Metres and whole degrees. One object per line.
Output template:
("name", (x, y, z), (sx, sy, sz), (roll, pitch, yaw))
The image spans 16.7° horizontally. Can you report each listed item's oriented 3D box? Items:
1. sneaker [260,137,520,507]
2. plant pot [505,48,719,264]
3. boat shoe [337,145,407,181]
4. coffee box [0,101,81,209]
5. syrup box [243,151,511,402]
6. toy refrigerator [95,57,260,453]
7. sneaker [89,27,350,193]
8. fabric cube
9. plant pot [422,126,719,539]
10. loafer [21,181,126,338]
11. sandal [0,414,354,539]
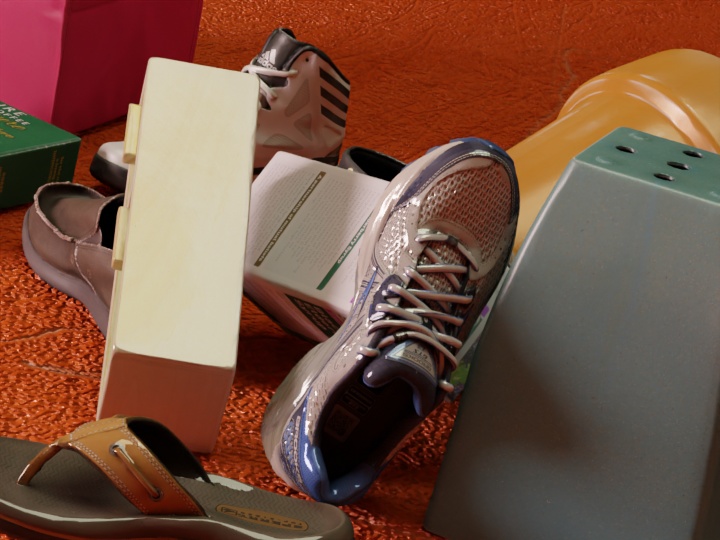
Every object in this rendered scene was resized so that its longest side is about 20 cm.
("sneaker", (0.026, 0.032, 1.198), (0.077, 0.201, 0.085), (25, 9, -16))
("plant pot", (0.136, -0.008, 1.415), (0.182, 0.201, 0.200), (-19, 33, -30))
("boat shoe", (0.068, -0.024, 1.587), (0.200, 0.063, 0.074), (21, 19, 21))
("coffee box", (-0.283, -0.071, 1.531), (0.122, 0.044, 0.200), (23, 23, 27))
("syrup box", (0.000, 0.000, 1.343), (0.079, 0.082, 0.200), (42, -10, -28))
("toy refrigerator", (-0.098, -0.011, 1.290), (0.069, 0.076, 0.201), (9, 51, -8))
("sneaker", (-0.090, -0.108, 1.641), (0.200, 0.116, 0.076), (-6, 26, -41))
("fabric cube", (-0.236, -0.225, 1.754), (0.195, 0.201, 0.199), (21, 21, 21))
("plant pot", (0.138, 0.041, 1.233), (0.141, 0.201, 0.141), (19, 20, 17))
("loafer", (-0.134, -0.013, 1.417), (0.073, 0.071, 0.200), (-1, 23, -32))
("sandal", (-0.097, 0.099, 1.151), (0.199, 0.055, 0.082), (12, 19, -1))
